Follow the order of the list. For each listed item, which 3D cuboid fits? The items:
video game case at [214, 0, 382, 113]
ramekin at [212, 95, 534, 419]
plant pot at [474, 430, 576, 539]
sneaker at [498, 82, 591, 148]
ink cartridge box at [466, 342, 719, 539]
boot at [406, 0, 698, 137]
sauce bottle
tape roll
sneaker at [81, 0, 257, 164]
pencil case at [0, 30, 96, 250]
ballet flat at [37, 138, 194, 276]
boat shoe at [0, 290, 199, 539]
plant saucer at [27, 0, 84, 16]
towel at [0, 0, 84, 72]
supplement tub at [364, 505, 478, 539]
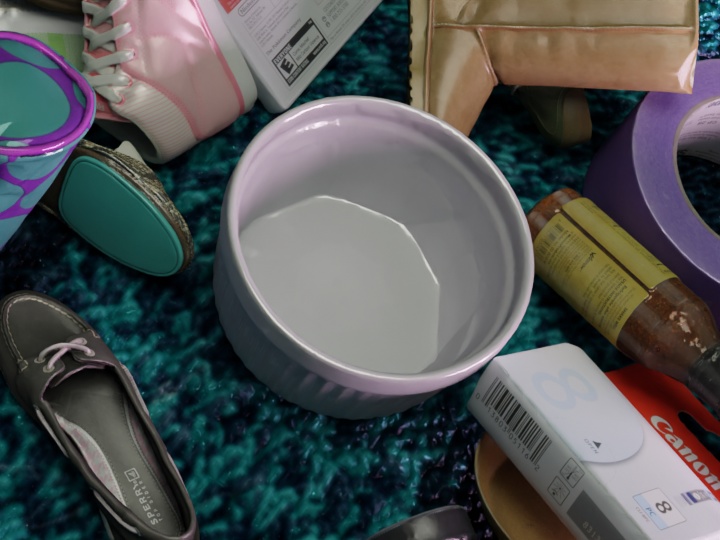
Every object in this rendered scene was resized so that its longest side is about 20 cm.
[{"bbox_3d":[-0.055,-0.242,1.104,0.182,0.023,0.200,54,54,-24],"label":"video game case"},{"bbox_3d":[0.000,0.000,0.999,0.200,0.105,0.200,8,61,-15],"label":"ramekin"},{"bbox_3d":[0.159,0.160,0.975,0.200,0.028,0.200,18,30,-11],"label":"plant pot"},{"bbox_3d":[0.093,-0.173,1.150,0.090,0.067,0.200,-18,81,-10],"label":"sneaker"},{"bbox_3d":[0.187,0.110,0.987,0.200,0.047,0.160,-10,48,-42],"label":"ink cartridge box"},{"bbox_3d":[0.132,-0.134,1.081,0.200,0.066,0.175,1,88,1],"label":"boot"},{"bbox_3d":[0.189,0.027,1.048,0.066,0.066,0.200,-26,58,-29],"label":"sauce bottle"},{"bbox_3d":[0.268,-0.047,1.132,0.200,0.085,0.200,9,60,-16],"label":"tape roll"},{"bbox_3d":[-0.151,-0.157,1.005,0.105,0.075,0.200,-43,122,-23],"label":"sneaker"},{"bbox_3d":[-0.226,-0.056,0.890,0.092,0.200,0.085,-14,73,-36],"label":"pencil case"},{"bbox_3d":[-0.188,-0.068,0.996,0.200,0.068,0.075,26,36,-4],"label":"ballet flat"},{"bbox_3d":[-0.153,0.087,0.925,0.067,0.057,0.200,-26,75,-29],"label":"boat shoe"},{"bbox_3d":[-0.205,-0.267,1.079,0.200,0.029,0.200,18,56,-28],"label":"plant saucer"},{"bbox_3d":[-0.253,-0.209,1.061,0.149,0.031,0.200,-4,65,-21],"label":"towel"},{"bbox_3d":[0.065,0.240,0.896,0.107,0.107,0.200,-14,68,-25],"label":"supplement tub"}]
